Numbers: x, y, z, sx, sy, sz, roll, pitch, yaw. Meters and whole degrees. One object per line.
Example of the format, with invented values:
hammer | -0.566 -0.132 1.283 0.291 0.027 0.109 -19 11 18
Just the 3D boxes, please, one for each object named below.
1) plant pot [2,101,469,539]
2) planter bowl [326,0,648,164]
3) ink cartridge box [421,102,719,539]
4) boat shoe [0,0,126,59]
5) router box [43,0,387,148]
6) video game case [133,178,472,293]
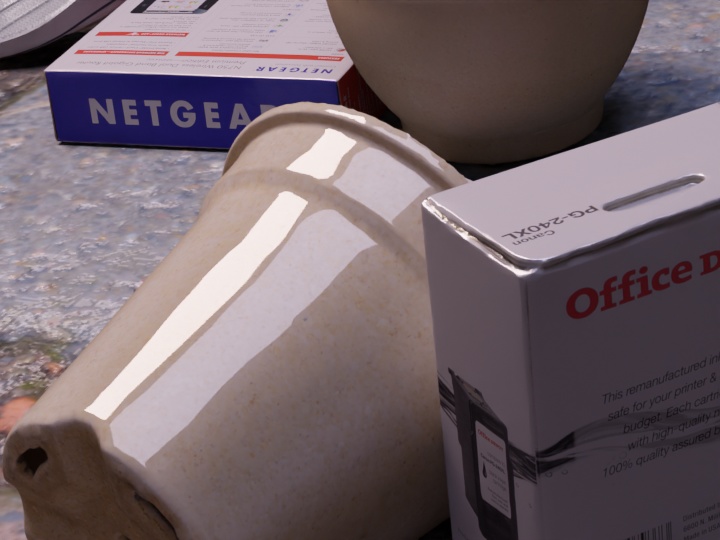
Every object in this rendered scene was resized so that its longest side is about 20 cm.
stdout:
plant pot | -0.040 0.064 1.091 0.200 0.201 0.183 16 46 40
planter bowl | 0.078 -0.145 1.520 0.198 0.136 0.201 -7 26 3
ink cartridge box | 0.111 0.051 1.029 0.144 0.201 0.083 -18 30 -22
boat shoe | -0.185 -0.186 1.763 0.199 0.067 0.074 -24 60 8
router box | -0.069 -0.134 1.638 0.198 0.049 0.180 4 28 23
video game case | 0.000 0.000 1.379 0.199 0.018 0.143 -23 29 -29
